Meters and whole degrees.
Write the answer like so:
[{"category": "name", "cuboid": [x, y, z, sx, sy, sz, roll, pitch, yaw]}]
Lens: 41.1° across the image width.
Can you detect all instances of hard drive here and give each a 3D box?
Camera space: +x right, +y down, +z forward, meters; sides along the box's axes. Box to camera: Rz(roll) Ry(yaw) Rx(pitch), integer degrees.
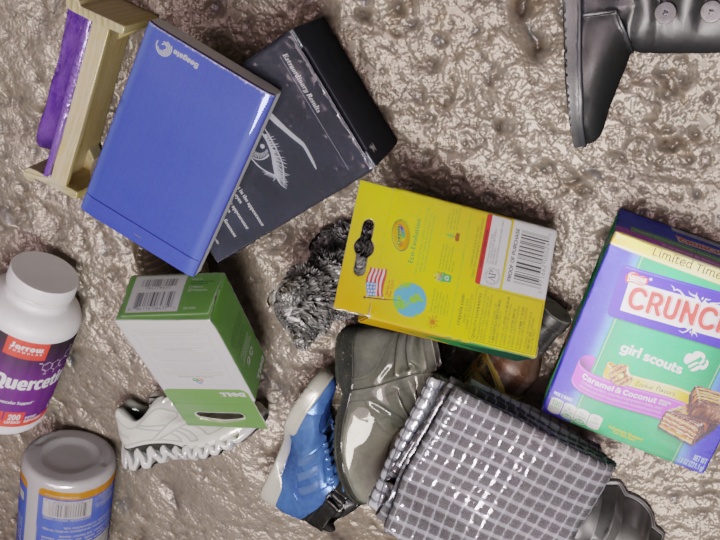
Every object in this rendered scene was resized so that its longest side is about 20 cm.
[{"category": "hard drive", "cuboid": [-0.171, -0.110, 0.892, 0.131, 0.025, 0.201, 30, 116, 3]}]

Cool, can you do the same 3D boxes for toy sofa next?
[{"category": "toy sofa", "cuboid": [-0.289, -0.185, 0.981, 0.097, 0.083, 0.202, 26, 115, 3]}]

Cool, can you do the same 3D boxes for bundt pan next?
[{"category": "bundt pan", "cuboid": [0.228, 0.319, 1.033, 0.199, 0.076, 0.205, 5, 111, 14]}]

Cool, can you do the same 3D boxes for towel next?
[{"category": "towel", "cuboid": [0.125, 0.208, 0.930, 0.198, 0.086, 0.167, 26, 101, -11]}]

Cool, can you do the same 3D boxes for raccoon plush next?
[{"category": "raccoon plush", "cuboid": [0.000, 0.000, 0.940, 0.199, 0.134, 0.097, -28, 100, 24]}]

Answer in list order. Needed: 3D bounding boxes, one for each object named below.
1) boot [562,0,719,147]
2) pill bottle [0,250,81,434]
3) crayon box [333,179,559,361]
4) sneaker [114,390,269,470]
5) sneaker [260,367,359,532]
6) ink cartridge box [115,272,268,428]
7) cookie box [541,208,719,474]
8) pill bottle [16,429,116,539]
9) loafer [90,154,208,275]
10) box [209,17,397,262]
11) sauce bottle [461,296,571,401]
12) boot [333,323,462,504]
[{"category": "boot", "cuboid": [0.277, -0.194, 0.832, 0.197, 0.066, 0.167, -3, 112, 12]}, {"category": "pill bottle", "cuboid": [-0.388, 0.081, 1.095, 0.112, 0.113, 0.201, 30, 116, 3]}, {"category": "crayon box", "cuboid": [0.077, 0.001, 0.904, 0.197, 0.051, 0.129, 15, 79, -9]}, {"category": "sneaker", "cuboid": [-0.200, 0.173, 1.104, 0.198, 0.075, 0.082, -14, 97, 20]}, {"category": "sneaker", "cuboid": [-0.034, 0.205, 1.060, 0.110, 0.077, 0.202, 28, 120, 11]}, {"category": "ink cartridge box", "cuboid": [-0.163, 0.087, 0.999, 0.102, 0.060, 0.201, -1, 140, 15]}, {"category": "cookie box", "cuboid": [0.287, 0.067, 0.918, 0.169, 0.075, 0.202, 20, 114, 8]}, {"category": "pill bottle", "cuboid": [-0.363, 0.308, 1.177, 0.111, 0.112, 0.202, 17, 115, 9]}, {"category": "loafer", "cuboid": [-0.211, -0.051, 1.022, 0.075, 0.069, 0.202, -9, 124, 20]}, {"category": "box", "cuboid": [-0.088, -0.127, 0.934, 0.199, 0.104, 0.149, -27, 101, 23]}, {"category": "sauce bottle", "cuboid": [0.140, 0.111, 0.985, 0.064, 0.065, 0.201, 34, 114, 1]}, {"category": "boot", "cuboid": [0.040, 0.151, 0.992, 0.129, 0.067, 0.203, 0, 96, 32]}]
